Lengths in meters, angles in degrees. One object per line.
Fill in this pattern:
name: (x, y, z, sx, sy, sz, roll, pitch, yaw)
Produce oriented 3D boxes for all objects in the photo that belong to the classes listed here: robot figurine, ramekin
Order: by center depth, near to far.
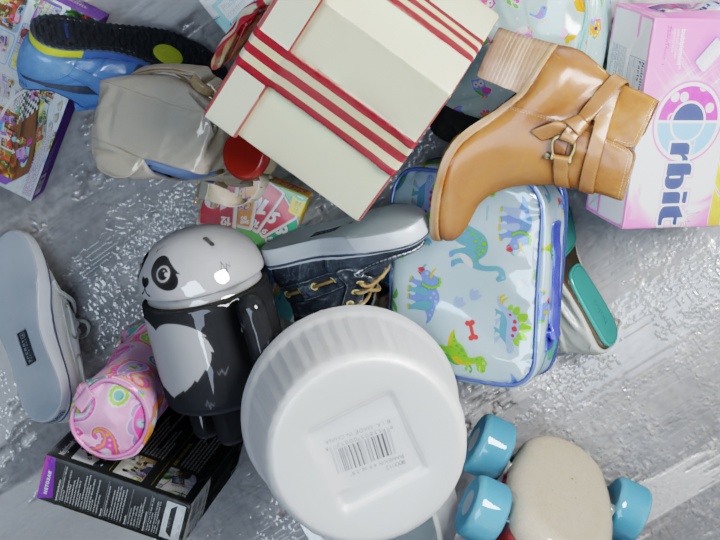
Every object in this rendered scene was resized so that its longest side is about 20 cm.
ramekin: (-0.002, 0.140, 1.584, 0.198, 0.098, 0.202, -3, 107, -10)
robot figurine: (-0.136, 0.058, 1.673, 0.149, 0.125, 0.202, -8, 106, 15)

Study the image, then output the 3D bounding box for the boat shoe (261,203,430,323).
boat shoe: (0.000, 0.000, 1.634, 0.199, 0.071, 0.091, -9, 110, 47)

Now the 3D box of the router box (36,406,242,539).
router box: (-0.210, 0.188, 1.768, 0.148, 0.200, 0.051, 18, 108, 7)

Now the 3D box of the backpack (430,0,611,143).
backpack: (0.154, -0.198, 1.615, 0.165, 0.127, 0.202, 17, 106, 10)

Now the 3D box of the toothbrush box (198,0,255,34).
toothbrush box: (-0.046, -0.248, 1.664, 0.146, 0.085, 0.200, -37, 95, 19)

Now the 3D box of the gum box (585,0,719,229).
gum box: (0.277, -0.143, 1.608, 0.113, 0.066, 0.202, -3, 110, -26)

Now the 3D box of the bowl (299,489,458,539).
bowl: (0.026, 0.212, 1.764, 0.200, 0.090, 0.203, 25, 129, 34)

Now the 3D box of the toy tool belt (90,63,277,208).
toy tool belt: (-0.138, -0.120, 1.637, 0.199, 0.123, 0.126, 15, 96, 27)

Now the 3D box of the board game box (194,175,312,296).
board game box: (-0.123, -0.001, 1.734, 0.095, 0.030, 0.201, 23, 112, 5)

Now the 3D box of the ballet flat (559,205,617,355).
ballet flat: (0.177, -0.007, 1.705, 0.069, 0.069, 0.201, -20, 102, 17)

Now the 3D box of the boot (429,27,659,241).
boot: (0.154, -0.092, 1.543, 0.154, 0.077, 0.201, 24, 101, 7)

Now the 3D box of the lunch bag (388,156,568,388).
lunch bag: (0.109, 0.002, 1.646, 0.159, 0.082, 0.202, 6, 103, 25)

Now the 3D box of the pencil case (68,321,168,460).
pencil case: (-0.221, 0.112, 1.750, 0.087, 0.200, 0.088, 2, 107, 6)

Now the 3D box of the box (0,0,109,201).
box: (-0.343, -0.187, 1.769, 0.136, 0.039, 0.201, 26, 110, 2)

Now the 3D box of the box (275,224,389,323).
box: (-0.027, 0.020, 1.759, 0.199, 0.049, 0.083, 26, 110, 4)

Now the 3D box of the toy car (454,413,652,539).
toy car: (0.155, 0.277, 1.745, 0.183, 0.177, 0.201, 24, 123, -8)

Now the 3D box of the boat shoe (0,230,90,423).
boat shoe: (-0.311, 0.058, 1.821, 0.074, 0.086, 0.203, -29, 70, 23)

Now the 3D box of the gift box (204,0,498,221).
gift box: (-0.014, -0.185, 1.541, 0.186, 0.200, 0.185, 35, 122, -4)

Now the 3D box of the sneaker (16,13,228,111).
sneaker: (-0.227, -0.186, 1.716, 0.198, 0.066, 0.079, 8, 131, -19)
